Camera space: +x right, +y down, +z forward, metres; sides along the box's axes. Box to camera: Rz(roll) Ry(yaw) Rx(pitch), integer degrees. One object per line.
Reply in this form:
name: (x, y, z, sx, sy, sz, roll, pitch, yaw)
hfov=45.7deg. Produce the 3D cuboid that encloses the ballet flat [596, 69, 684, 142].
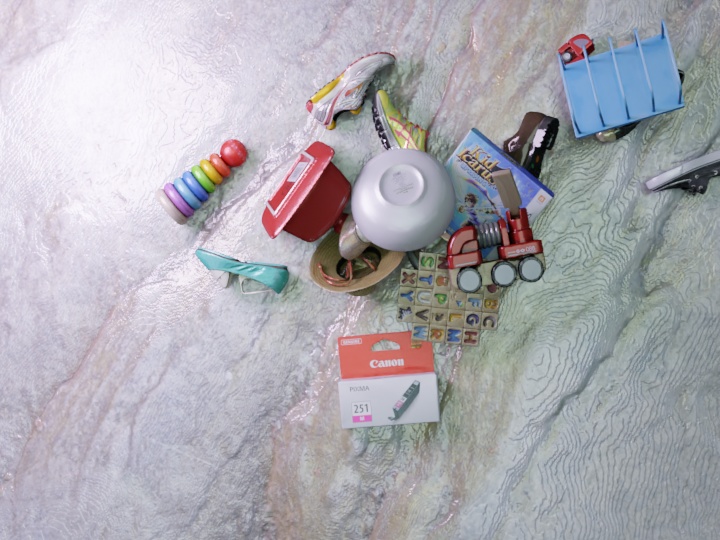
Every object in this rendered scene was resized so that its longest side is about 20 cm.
ballet flat: (0.530, -0.320, 1.631, 0.199, 0.057, 0.067, -40, 86, 3)

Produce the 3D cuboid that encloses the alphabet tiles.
alphabet tiles: (0.168, 0.055, 1.619, 0.195, 0.006, 0.170, 6, 96, -4)

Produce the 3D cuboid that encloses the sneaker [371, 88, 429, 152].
sneaker: (0.087, -0.265, 1.664, 0.089, 0.078, 0.203, -26, 94, -4)

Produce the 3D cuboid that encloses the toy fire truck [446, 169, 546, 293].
toy fire truck: (0.237, -0.070, 1.542, 0.172, 0.129, 0.205, -10, 92, 3)

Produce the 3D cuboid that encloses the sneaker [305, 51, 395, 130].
sneaker: (-0.009, -0.353, 1.672, 0.199, 0.078, 0.083, -37, 91, 13)

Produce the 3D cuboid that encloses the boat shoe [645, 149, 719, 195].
boat shoe: (0.644, -0.178, 1.621, 0.196, 0.070, 0.067, -20, 87, -3)

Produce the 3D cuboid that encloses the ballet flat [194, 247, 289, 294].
ballet flat: (-0.240, 0.007, 1.685, 0.196, 0.067, 0.072, 12, 83, 3)

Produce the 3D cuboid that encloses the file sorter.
file sorter: (0.461, -0.343, 1.524, 0.196, 0.122, 0.142, -15, 80, 19)

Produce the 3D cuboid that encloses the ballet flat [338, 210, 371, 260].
ballet flat: (0.024, -0.108, 1.624, 0.068, 0.067, 0.202, 41, 62, -25)

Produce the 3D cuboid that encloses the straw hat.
straw hat: (0.000, 0.000, 1.656, 0.197, 0.203, 0.086, -13, 131, 5)

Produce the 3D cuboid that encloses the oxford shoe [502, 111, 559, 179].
oxford shoe: (0.307, -0.210, 1.653, 0.084, 0.072, 0.203, 29, 98, 31)

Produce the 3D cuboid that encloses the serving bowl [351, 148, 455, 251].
serving bowl: (0.076, -0.141, 1.557, 0.195, 0.066, 0.204, -3, 67, 6)

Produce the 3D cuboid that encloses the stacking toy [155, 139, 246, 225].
stacking toy: (-0.307, -0.184, 1.690, 0.199, 0.085, 0.086, -41, 87, 0)

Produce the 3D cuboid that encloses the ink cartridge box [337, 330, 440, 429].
ink cartridge box: (0.054, 0.213, 1.676, 0.195, 0.044, 0.178, -5, 91, 5)

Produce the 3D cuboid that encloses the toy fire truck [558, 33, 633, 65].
toy fire truck: (0.482, -0.383, 1.611, 0.140, 0.049, 0.202, -37, 74, 14)

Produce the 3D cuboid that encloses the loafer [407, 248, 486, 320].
loafer: (0.174, 0.013, 1.656, 0.199, 0.075, 0.070, 40, 89, -6)

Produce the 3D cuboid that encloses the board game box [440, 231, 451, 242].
board game box: (0.209, -0.090, 1.676, 0.198, 0.019, 0.104, 35, 94, 4)

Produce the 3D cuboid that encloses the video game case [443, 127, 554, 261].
video game case: (0.233, -0.134, 1.614, 0.199, 0.045, 0.182, 39, 112, 4)

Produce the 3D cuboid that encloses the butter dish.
butter dish: (-0.082, -0.127, 1.636, 0.147, 0.200, 0.201, 35, 94, -19)
